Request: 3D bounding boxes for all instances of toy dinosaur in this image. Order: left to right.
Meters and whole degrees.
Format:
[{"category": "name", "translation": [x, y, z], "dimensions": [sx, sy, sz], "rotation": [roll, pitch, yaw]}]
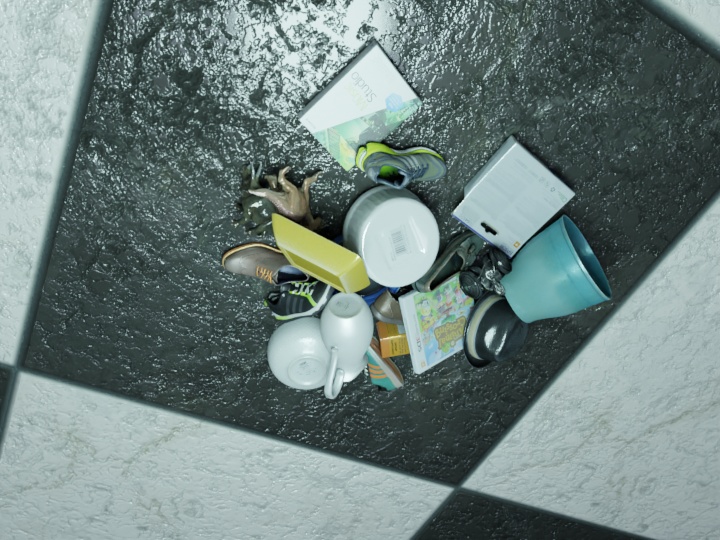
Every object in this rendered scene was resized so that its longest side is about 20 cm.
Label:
[{"category": "toy dinosaur", "translation": [-0.196, -0.111, 1.169], "dimensions": [0.100, 0.078, 0.201], "rotation": [-23, 121, 26]}, {"category": "toy dinosaur", "translation": [-0.130, -0.123, 1.126], "dimensions": [0.084, 0.198, 0.140], "rotation": [-8, 89, 28]}]

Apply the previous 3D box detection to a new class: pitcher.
[{"category": "pitcher", "translation": [-0.038, 0.165, 1.261], "dimensions": [0.118, 0.173, 0.204], "rotation": [13, 133, 15]}]

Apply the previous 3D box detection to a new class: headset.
[{"category": "headset", "translation": [0.276, 0.017, 1.231], "dimensions": [0.123, 0.200, 0.095], "rotation": [-39, 80, 5]}]

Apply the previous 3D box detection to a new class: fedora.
[{"category": "fedora", "translation": [0.328, 0.143, 1.341], "dimensions": [0.197, 0.091, 0.207], "rotation": [-12, 110, -37]}]

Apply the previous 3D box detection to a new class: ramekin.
[{"category": "ramekin", "translation": [0.068, -0.066, 1.181], "dimensions": [0.194, 0.098, 0.207], "rotation": [-5, 108, -15]}]

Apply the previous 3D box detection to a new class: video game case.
[{"category": "video game case", "translation": [0.185, 0.111, 1.311], "dimensions": [0.196, 0.022, 0.187], "rotation": [-23, 110, -28]}]

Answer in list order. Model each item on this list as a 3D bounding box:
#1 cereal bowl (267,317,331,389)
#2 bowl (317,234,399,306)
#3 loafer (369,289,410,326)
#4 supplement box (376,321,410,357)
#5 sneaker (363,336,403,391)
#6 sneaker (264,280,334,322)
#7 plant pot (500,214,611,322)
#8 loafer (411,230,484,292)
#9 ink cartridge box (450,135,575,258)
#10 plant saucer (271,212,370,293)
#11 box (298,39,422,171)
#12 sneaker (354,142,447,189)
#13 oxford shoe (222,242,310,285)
[{"category": "cereal bowl", "translation": [-0.130, 0.217, 1.397], "dimensions": [0.193, 0.084, 0.205], "rotation": [-3, 126, -4]}, {"category": "bowl", "translation": [0.000, 0.000, 1.291], "dimensions": [0.194, 0.040, 0.205], "rotation": [-3, 124, -4]}, {"category": "loafer", "translation": [0.109, 0.085, 1.310], "dimensions": [0.197, 0.073, 0.072], "rotation": [8, 124, -47]}, {"category": "supplement box", "translation": [0.140, 0.152, 1.395], "dimensions": [0.194, 0.070, 0.068], "rotation": [-11, 127, -3]}, {"category": "sneaker", "translation": [0.032, 0.238, 1.438], "dimensions": [0.079, 0.072, 0.202], "rotation": [-28, 121, 13]}, {"category": "sneaker", "translation": [-0.142, 0.058, 1.267], "dimensions": [0.197, 0.073, 0.083], "rotation": [-26, 120, 36]}, {"category": "plant pot", "translation": [0.417, 0.016, 1.266], "dimensions": [0.186, 0.203, 0.199], "rotation": [-33, 123, 28]}, {"category": "loafer", "translation": [0.201, -0.013, 1.245], "dimensions": [0.198, 0.063, 0.073], "rotation": [-37, 115, -15]}, {"category": "ink cartridge box", "translation": [0.321, -0.151, 1.226], "dimensions": [0.197, 0.041, 0.200], "rotation": [31, 116, -24]}, {"category": "plant saucer", "translation": [-0.083, -0.020, 1.136], "dimensions": [0.196, 0.200, 0.049], "rotation": [28, 78, 13]}, {"category": "box", "translation": [-0.001, -0.305, 1.084], "dimensions": [0.198, 0.037, 0.144], "rotation": [-38, 121, 19]}, {"category": "sneaker", "translation": [0.087, -0.194, 1.128], "dimensions": [0.194, 0.082, 0.075], "rotation": [-2, 136, -24]}, {"category": "oxford shoe", "translation": [-0.202, -0.010, 1.238], "dimensions": [0.193, 0.074, 0.073], "rotation": [0, 126, -7]}]
